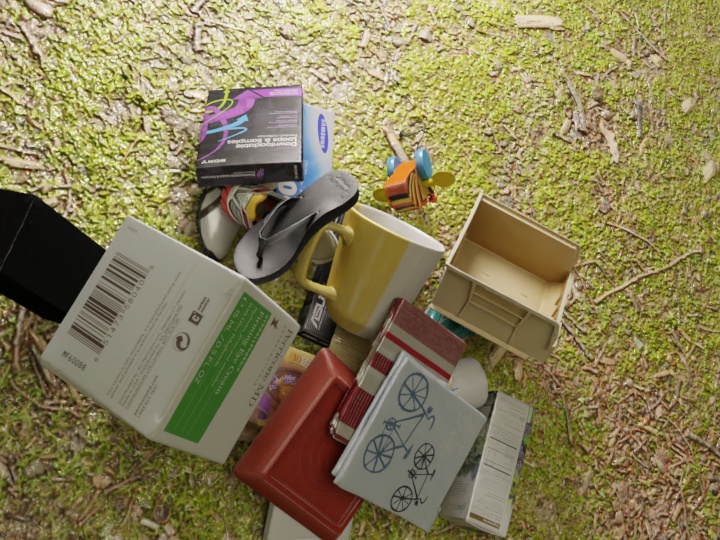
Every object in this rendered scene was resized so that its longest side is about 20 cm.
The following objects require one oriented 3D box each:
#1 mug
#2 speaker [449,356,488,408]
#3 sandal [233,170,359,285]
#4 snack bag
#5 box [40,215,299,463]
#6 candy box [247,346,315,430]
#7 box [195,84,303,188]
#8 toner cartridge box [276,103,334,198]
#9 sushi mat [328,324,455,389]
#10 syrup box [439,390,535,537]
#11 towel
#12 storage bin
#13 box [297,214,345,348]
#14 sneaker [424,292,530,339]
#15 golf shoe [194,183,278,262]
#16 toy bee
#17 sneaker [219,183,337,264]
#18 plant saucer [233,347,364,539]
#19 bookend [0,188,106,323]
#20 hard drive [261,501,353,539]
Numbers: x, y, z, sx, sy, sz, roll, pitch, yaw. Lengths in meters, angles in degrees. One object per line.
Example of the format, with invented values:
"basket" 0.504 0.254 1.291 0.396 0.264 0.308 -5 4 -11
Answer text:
"mug" 0.005 0.000 1.077 0.183 0.150 0.156 24 102 -5
"speaker" 0.095 0.188 1.168 0.196 0.081 0.083 -10 84 -28
"sandal" -0.086 -0.064 0.974 0.076 0.043 0.200 35 69 27
"snack bag" 0.074 0.234 1.047 0.199 0.021 0.191 36 80 -33
"box" -0.220 0.085 0.924 0.197 0.172 0.202 25 79 26
"candy box" -0.151 0.150 1.070 0.196 0.056 0.119 23 72 -22
"box" -0.147 -0.189 1.066 0.139 0.037 0.203 -4 44 -2
"toner cartridge box" -0.092 -0.147 1.168 0.093 0.043 0.206 8 76 -25
"sushi mat" 0.044 0.140 1.115 0.196 0.012 0.097 25 55 -9
"syrup box" 0.196 0.296 1.197 0.080 0.078 0.204 25 70 -19
"towel" 0.052 0.155 1.041 0.143 0.023 0.203 34 80 -33
"storage bin" 0.229 0.010 1.192 0.195 0.095 0.201 27 42 5
"box" 0.004 0.031 1.177 0.158 0.044 0.204 26 69 -19
"sneaker" 0.184 0.067 1.239 0.196 0.079 0.080 -15 86 -27
"golf shoe" -0.167 -0.107 1.086 0.078 0.092 0.205 40 59 -60
"toy bee" 0.095 -0.141 1.224 0.201 0.129 0.110 -50 126 -36
"sneaker" -0.101 -0.055 1.065 0.198 0.082 0.079 27 92 -42
"plant saucer" -0.038 0.242 1.034 0.200 0.036 0.201 44 77 -29
"bookend" -0.416 -0.013 0.940 0.201 0.194 0.094 54 51 -57
"hard drive" -0.055 0.272 1.066 0.129 0.025 0.206 10 94 -31
